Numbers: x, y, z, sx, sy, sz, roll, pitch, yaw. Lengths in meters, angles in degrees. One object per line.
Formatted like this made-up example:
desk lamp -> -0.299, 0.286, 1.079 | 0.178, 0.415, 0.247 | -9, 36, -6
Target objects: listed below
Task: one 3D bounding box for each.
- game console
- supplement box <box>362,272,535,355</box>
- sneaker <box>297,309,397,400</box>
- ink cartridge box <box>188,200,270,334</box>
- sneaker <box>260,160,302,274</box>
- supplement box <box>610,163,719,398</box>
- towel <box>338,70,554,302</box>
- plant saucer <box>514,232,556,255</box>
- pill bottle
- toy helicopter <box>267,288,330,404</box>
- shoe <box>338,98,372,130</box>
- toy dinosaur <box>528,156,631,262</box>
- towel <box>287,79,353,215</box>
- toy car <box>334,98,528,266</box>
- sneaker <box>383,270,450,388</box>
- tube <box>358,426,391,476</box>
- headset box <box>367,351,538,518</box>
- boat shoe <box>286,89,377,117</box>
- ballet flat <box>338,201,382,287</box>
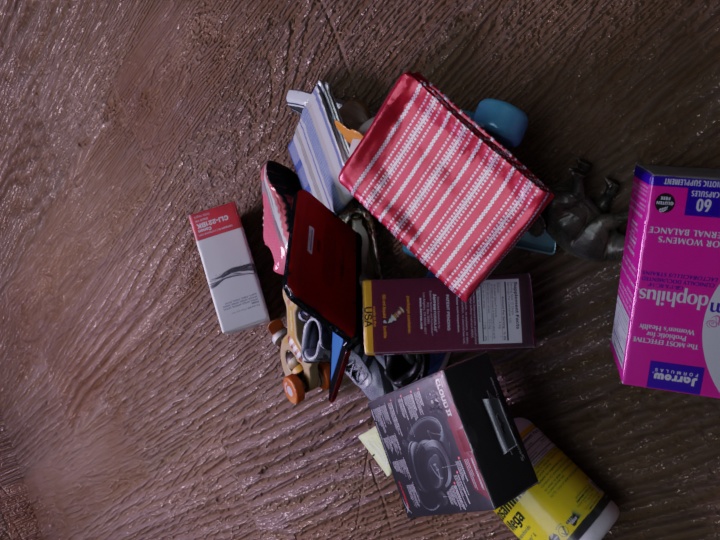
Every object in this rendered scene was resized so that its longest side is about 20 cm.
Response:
game console -> -0.057, 0.030, 0.814 | 0.118, 0.171, 0.203 | -37, 31, 27
supplement box -> 0.101, 0.055, 0.763 | 0.193, 0.110, 0.089 | -3, 84, 3
sneaker -> -0.025, 0.137, 0.963 | 0.075, 0.112, 0.203 | -44, 70, 38
ink cartridge box -> -0.221, 0.003, 1.089 | 0.144, 0.081, 0.206 | 139, 113, -80
sneaker -> -0.129, -0.083, 0.974 | 0.087, 0.072, 0.204 | -43, 50, 32
supplement box -> 0.315, 0.006, 0.621 | 0.098, 0.103, 0.207 | 5, 106, 15
towel -> 0.080, -0.088, 0.652 | 0.200, 0.022, 0.146 | 44, 111, 13
plant saucer -> 0.165, -0.075, 0.813 | 0.196, 0.019, 0.072 | 16, 110, 39
pill bottle -> 0.207, 0.261, 0.781 | 0.200, 0.111, 0.114 | 43, 124, 27
toy helicopter -> -0.109, 0.107, 1.043 | 0.131, 0.077, 0.206 | 33, 132, 46
shoe -> 0.016, -0.133, 0.872 | 0.069, 0.054, 0.204 | -18, 108, 32
toy dinosaur -> 0.250, -0.058, 0.713 | 0.196, 0.078, 0.104 | 28, 123, -2
towel -> -0.052, -0.148, 0.868 | 0.151, 0.023, 0.200 | 71, 160, 6
toy car -> 0.057, -0.122, 0.729 | 0.177, 0.195, 0.189 | -147, 80, -80
sneaker -> 0.088, 0.069, 0.849 | 0.076, 0.110, 0.205 | 33, 119, 31
tube -> 0.067, 0.236, 0.949 | 0.201, 0.051, 0.059 | -53, 32, 39
headset box -> 0.104, 0.194, 0.733 | 0.200, 0.076, 0.152 | -39, 69, 54
boat shoe -> -0.039, -0.214, 0.930 | 0.197, 0.071, 0.073 | 29, 112, 32
ballet flat -> 0.000, 0.000, 0.935 | 0.064, 0.073, 0.207 | -174, 73, -82
